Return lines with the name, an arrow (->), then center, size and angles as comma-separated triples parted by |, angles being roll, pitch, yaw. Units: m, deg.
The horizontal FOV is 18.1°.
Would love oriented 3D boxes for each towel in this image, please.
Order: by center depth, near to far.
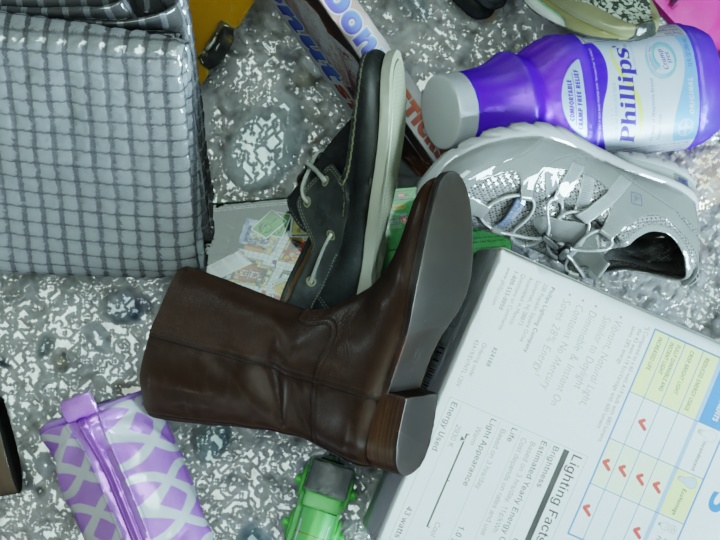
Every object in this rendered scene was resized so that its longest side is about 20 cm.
towel -> -0.176, -0.088, 1.382 | 0.165, 0.200, 0.086 | 4, 42, 6

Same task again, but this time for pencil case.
pencil case -> -0.133, 0.172, 1.410 | 0.084, 0.085, 0.200 | -26, 84, 13

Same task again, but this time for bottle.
bottle -> 0.135, -0.109, 1.429 | 0.200, 0.065, 0.084 | -7, 94, -29

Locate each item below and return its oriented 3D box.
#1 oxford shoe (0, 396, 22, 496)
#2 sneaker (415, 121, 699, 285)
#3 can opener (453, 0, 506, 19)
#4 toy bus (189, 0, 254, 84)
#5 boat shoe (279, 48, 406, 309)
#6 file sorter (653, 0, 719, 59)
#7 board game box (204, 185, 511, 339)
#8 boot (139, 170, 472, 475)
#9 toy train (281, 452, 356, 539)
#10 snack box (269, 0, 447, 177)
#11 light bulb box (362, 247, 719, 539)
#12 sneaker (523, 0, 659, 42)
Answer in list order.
oxford shoe -> -0.271, 0.051, 1.425 | 0.071, 0.071, 0.201 | -14, 86, 1
sneaker -> 0.130, -0.035, 1.383 | 0.200, 0.075, 0.082 | 5, 52, -25
can opener -> 0.028, -0.248, 1.474 | 0.079, 0.063, 0.200 | -37, 87, -7
toy bus -> -0.102, -0.190, 1.448 | 0.065, 0.078, 0.200 | 34, 83, -22
boat shoe -> -0.012, -0.044, 1.390 | 0.067, 0.072, 0.200 | 14, 118, 5
file sorter -> 0.285, -0.189, 1.450 | 0.139, 0.125, 0.200 | -42, 87, -7
board game box -> 0.000, 0.000, 1.467 | 0.199, 0.023, 0.105 | -5, 83, -4
boot -> -0.040, 0.016, 1.357 | 0.200, 0.064, 0.187 | 13, 89, 31
toy train -> -0.025, 0.146, 1.433 | 0.042, 0.056, 0.200 | 17, 83, -1
snack box -> -0.009, -0.140, 1.415 | 0.024, 0.072, 0.200 | -44, 115, -16
light bulb box -> 0.131, 0.113, 1.399 | 0.200, 0.125, 0.199 | 24, 89, -3
sneaker -> 0.129, -0.229, 1.429 | 0.077, 0.089, 0.200 | -17, 60, -30
